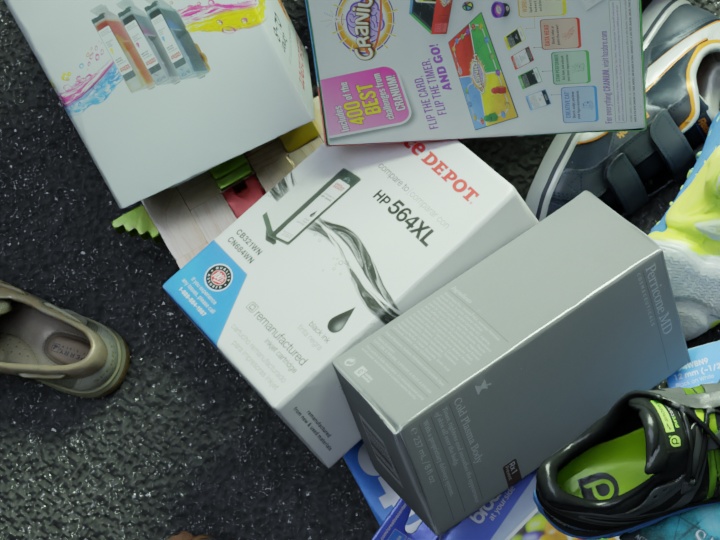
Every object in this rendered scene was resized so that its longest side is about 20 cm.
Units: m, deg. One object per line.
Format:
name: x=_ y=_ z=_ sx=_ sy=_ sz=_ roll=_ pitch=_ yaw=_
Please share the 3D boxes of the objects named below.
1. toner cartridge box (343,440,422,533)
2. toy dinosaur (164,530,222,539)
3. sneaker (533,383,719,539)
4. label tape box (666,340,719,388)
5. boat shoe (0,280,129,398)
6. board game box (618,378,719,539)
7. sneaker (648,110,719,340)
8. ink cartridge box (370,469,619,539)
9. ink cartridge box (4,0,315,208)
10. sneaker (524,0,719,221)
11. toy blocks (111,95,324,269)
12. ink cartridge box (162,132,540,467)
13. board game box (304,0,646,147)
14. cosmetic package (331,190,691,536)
toner cartridge box: x=0.045 y=0.125 z=1.595 sx=0.095 sy=0.043 sz=0.200 roll=-31 pitch=70 yaw=3
toy dinosaur: x=-0.103 y=0.267 z=1.580 sx=0.136 sy=0.086 sz=0.200 roll=-39 pitch=74 yaw=-5
sneaker: x=0.190 y=0.097 z=1.375 sx=0.200 sy=0.083 sz=0.071 roll=-24 pitch=69 yaw=10
label tape box: x=0.263 y=0.122 z=1.455 sx=0.143 sy=0.066 sz=0.200 roll=-16 pitch=74 yaw=13
boat shoe: x=-0.259 y=0.038 z=1.692 sx=0.200 sy=0.065 sz=0.072 roll=16 pitch=80 yaw=19
board game box: x=0.267 y=0.151 z=1.396 sx=0.200 sy=0.028 sz=0.135 roll=31 pitch=88 yaw=23
sneaker: x=0.234 y=-0.040 z=1.560 sx=0.076 sy=0.105 sz=0.200 roll=32 pitch=128 yaw=-8
ink cartridge box: x=0.109 y=0.195 z=1.519 sx=0.200 sy=0.042 sz=0.119 roll=35 pitch=90 yaw=0
ink cartridge box: x=-0.135 y=-0.172 z=1.580 sx=0.145 sy=0.145 sz=0.200 roll=-23 pitch=113 yaw=7
sneaker: x=0.182 y=-0.085 z=1.595 sx=0.079 sy=0.078 sz=0.200 roll=29 pitch=83 yaw=26
toy blocks: x=-0.049 y=-0.024 z=1.644 sx=0.200 sy=0.100 sz=0.137 roll=-29 pitch=82 yaw=-4
ink cartridge box: x=0.000 y=0.000 z=1.533 sx=0.200 sy=0.084 sz=0.146 roll=-43 pitch=48 yaw=-4
board game box: x=0.069 y=-0.151 z=1.467 sx=0.200 sy=0.153 sz=0.040 roll=-2 pitch=39 yaw=6
cosmetic package: x=0.093 y=0.055 z=1.478 sx=0.200 sy=0.107 sz=0.090 roll=-33 pitch=43 yaw=-11
